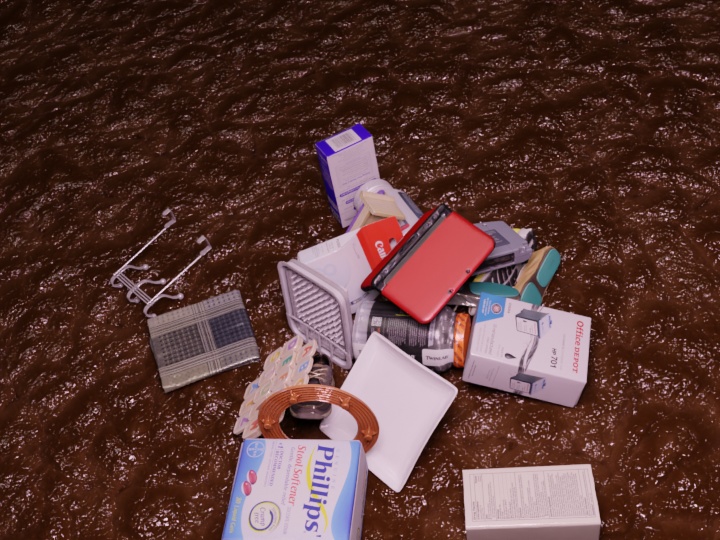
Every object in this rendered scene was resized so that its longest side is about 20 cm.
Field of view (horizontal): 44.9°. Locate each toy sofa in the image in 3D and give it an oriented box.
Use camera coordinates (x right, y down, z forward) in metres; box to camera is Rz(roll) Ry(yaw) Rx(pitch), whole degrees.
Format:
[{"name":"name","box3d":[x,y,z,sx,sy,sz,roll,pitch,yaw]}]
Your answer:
[{"name":"toy sofa","box3d":[-0.006,-0.065,1.704,0.083,0.200,0.098,7,37,-37]}]

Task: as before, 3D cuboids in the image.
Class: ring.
[{"name":"ring","box3d":[-0.069,0.257,1.414,0.200,0.201,0.019,-3,41,8]}]

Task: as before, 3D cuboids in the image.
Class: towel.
[{"name":"towel","box3d":[-0.309,0.138,1.701,0.199,0.035,0.193,-18,49,-9]}]

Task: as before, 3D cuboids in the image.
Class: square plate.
[{"name":"square plate","box3d":[0.047,0.236,1.474,0.198,0.028,0.200,33,95,34]}]

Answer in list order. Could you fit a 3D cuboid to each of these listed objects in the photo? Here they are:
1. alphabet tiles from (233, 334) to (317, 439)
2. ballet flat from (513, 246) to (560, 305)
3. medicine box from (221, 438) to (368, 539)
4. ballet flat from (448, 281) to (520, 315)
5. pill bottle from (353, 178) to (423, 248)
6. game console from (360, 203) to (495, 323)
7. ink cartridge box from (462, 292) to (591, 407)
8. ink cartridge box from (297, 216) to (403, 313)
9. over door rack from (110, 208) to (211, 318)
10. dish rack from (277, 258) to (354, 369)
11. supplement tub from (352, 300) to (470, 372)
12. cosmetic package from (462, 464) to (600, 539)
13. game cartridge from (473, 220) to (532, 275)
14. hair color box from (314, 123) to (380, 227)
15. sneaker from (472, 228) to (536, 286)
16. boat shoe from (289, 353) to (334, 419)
[{"name":"alphabet tiles","box3d":[-0.152,0.203,1.523,0.195,0.015,0.200,-35,26,33]},{"name":"ballet flat","box3d":[0.320,0.034,1.658,0.063,0.069,0.200,-7,35,45]},{"name":"medicine box","box3d":[-0.097,0.370,1.381,0.199,0.103,0.183,-2,47,11]},{"name":"ballet flat","box3d":[0.192,0.051,1.602,0.199,0.064,0.067,9,25,4]},{"name":"pill bottle","box3d":[0.068,-0.096,1.780,0.119,0.120,0.200,-23,47,-11]},{"name":"game console","box3d":[0.117,-0.009,1.561,0.119,0.172,0.200,44,78,-5]},{"name":"ink cartridge box","box3d":[0.289,0.136,1.509,0.199,0.086,0.147,12,49,6]},{"name":"ink cartridge box","box3d":[0.000,0.000,1.653,0.199,0.160,0.047,-21,39,5]},{"name":"over door rack","box3d":[-0.410,-0.010,1.818,0.148,0.067,0.200,33,81,35]},{"name":"dish rack","box3d":[-0.071,0.074,1.591,0.171,0.200,0.044,31,55,34]},{"name":"supplement tub","box3d":[0.094,0.119,1.568,0.199,0.123,0.123,4,48,15]},{"name":"cosmetic package","box3d":[0.259,0.363,1.336,0.199,0.073,0.104,-4,46,8]},{"name":"game cartridge","box3d":[0.204,-0.039,1.638,0.199,0.042,0.133,-14,28,-15]},{"name":"hair color box","box3d":[-0.020,-0.198,1.838,0.109,0.200,0.065,-26,46,-14]},{"name":"sneaker","box3d":[0.263,-0.014,1.703,0.090,0.078,0.200,16,46,35]},{"name":"boat shoe","box3d":[-0.084,0.197,1.505,0.074,0.074,0.200,0,13,0]}]
